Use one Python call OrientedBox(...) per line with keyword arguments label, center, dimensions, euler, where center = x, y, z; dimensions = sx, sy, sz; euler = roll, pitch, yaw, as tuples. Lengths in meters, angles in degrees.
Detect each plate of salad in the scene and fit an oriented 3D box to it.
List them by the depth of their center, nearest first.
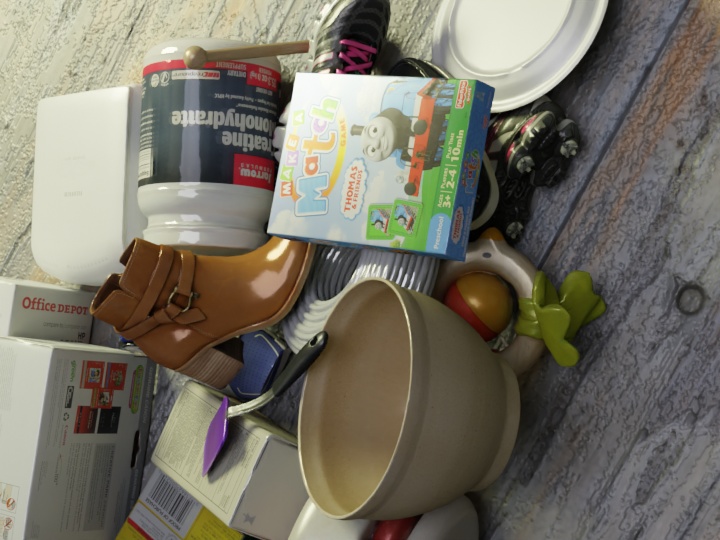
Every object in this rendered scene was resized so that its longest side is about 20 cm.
OrientedBox(label="plate of salad", center=(0.151, -0.235, 1.485), dimensions=(0.199, 0.048, 0.202), euler=(-21, 56, 34))

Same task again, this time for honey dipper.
OrientedBox(label="honey dipper", center=(-0.078, -0.211, 1.528), dimensions=(0.038, 0.198, 0.038), euler=(24, 119, 53))

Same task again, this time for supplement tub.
OrientedBox(label="supplement tub", center=(-0.149, -0.119, 1.580), dimensions=(0.139, 0.140, 0.202), euler=(-1, 85, 26))

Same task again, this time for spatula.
OrientedBox(label="spatula", center=(-0.089, 0.112, 1.425), dimensions=(0.200, 0.020, 0.057), euler=(-42, 33, 32))

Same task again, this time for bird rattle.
OrientedBox(label="bird rattle", center=(0.121, 0.056, 1.455), dimensions=(0.200, 0.112, 0.164), euler=(-43, 76, 29))

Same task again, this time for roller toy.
OrientedBox(label="roller toy", center=(0.011, 0.263, 1.436), dimensions=(0.139, 0.182, 0.202), euler=(21, 96, 22))

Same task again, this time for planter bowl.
OrientedBox(label="planter bowl", center=(0.049, 0.118, 1.345), dimensions=(0.200, 0.134, 0.202), euler=(-39, 44, 52))

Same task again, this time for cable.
OrientedBox(label="cable", center=(0.000, 0.000, 1.487), dimensions=(0.201, 0.069, 0.201), euler=(-56, 30, 19))

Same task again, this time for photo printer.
OrientedBox(label="photo printer", center=(-0.273, -0.085, 1.666), dimensions=(0.165, 0.069, 0.202), euler=(-1, 85, 41))

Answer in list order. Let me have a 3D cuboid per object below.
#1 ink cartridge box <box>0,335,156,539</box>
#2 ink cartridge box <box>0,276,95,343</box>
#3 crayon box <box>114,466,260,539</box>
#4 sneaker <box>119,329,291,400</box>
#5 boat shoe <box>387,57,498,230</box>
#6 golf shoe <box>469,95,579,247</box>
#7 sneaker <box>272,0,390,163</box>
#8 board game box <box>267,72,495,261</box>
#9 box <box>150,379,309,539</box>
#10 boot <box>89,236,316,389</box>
OrientedBox(label="ink cartridge box", center=(-0.298, 0.175, 1.613), dimensions=(0.083, 0.175, 0.202), euler=(8, 88, 30))
OrientedBox(label="ink cartridge box", center=(-0.360, 0.110, 1.663), dimensions=(0.083, 0.144, 0.202), euler=(7, 89, 26))
OrientedBox(label="crayon box", center=(-0.197, 0.310, 1.616), dimensions=(0.127, 0.051, 0.201), euler=(36, 101, 25))
OrientedBox(label="sneaker", center=(-0.178, 0.069, 1.592), dimensions=(0.198, 0.115, 0.081), euler=(26, 98, 25))
OrientedBox(label="boat shoe", center=(0.064, -0.127, 1.458), dimensions=(0.072, 0.067, 0.201), euler=(-46, 46, 29))
OrientedBox(label="golf shoe", center=(0.121, -0.078, 1.490), dimensions=(0.200, 0.077, 0.088), euler=(-50, 41, 16))
OrientedBox(label="sneaker", center=(-0.014, -0.174, 1.512), dimensions=(0.087, 0.073, 0.201), euler=(43, 113, 50))
OrientedBox(label="board game box", center=(0.015, -0.094, 1.405), dimensions=(0.199, 0.036, 0.153), euler=(7, 85, 38))
OrientedBox(label="box", center=(-0.116, 0.181, 1.513), dimensions=(0.200, 0.077, 0.096), euler=(25, 89, 60))
OrientedBox(label="boot", center=(-0.145, 0.003, 1.496), dimensions=(0.200, 0.155, 0.077), euler=(-51, 23, 19))
